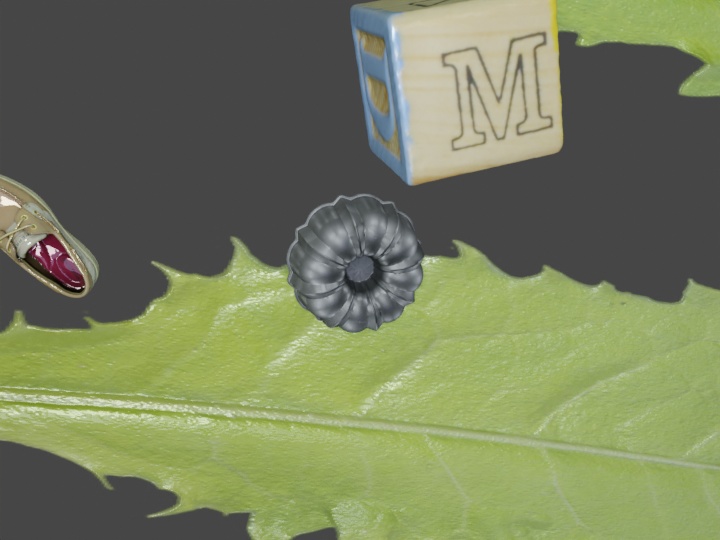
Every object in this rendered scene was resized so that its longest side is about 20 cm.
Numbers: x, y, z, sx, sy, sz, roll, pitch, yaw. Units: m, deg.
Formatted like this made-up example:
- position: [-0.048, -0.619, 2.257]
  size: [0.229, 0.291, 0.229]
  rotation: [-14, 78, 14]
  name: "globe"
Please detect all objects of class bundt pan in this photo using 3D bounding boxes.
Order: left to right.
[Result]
- position: [0.000, 0.000, 1.105]
  size: [0.200, 0.076, 0.203]
  rotation: [-6, 113, -13]
  name: "bundt pan"

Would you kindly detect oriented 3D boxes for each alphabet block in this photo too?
- position: [0.114, -0.238, 0.981]
  size: [0.199, 0.195, 0.198]
  rotation: [-13, 116, -9]
  name: "alphabet block"

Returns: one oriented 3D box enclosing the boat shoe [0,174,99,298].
- position: [-0.403, -0.042, 0.980]
  size: [0.074, 0.066, 0.200]
  rotation: [-45, 115, 5]
  name: "boat shoe"
